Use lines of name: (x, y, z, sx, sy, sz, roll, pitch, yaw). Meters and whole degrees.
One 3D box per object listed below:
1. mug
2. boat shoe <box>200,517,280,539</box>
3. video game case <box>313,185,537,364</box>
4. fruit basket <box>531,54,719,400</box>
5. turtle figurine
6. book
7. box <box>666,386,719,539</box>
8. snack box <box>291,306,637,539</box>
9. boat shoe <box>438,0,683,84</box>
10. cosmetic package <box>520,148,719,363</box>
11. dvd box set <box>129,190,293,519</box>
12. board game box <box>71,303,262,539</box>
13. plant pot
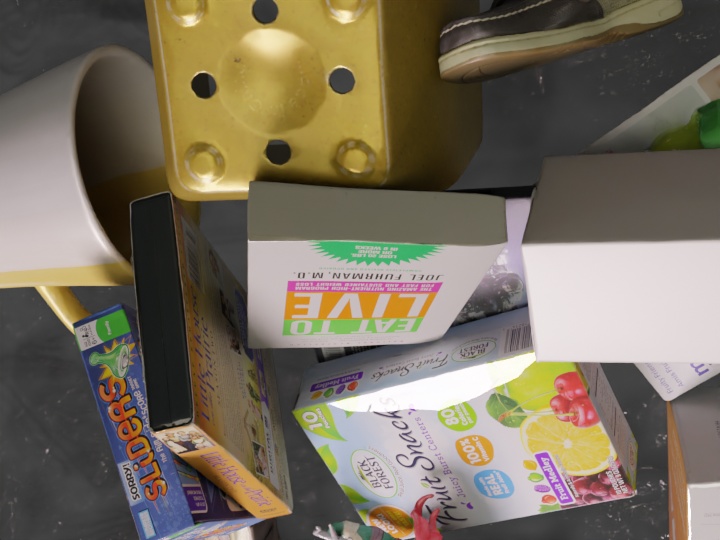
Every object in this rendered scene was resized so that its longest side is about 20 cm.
mug: (-0.202, -0.036, 0.767, 0.152, 0.149, 0.189, -10, 93, 20)
boat shoe: (-0.101, 0.228, 0.909, 0.072, 0.074, 0.202, 2, 104, 18)
video game case: (0.053, 0.012, 0.789, 0.198, 0.019, 0.144, -3, 124, 17)
fruit basket: (0.222, -0.023, 0.741, 0.199, 0.094, 0.186, -36, 104, 23)
turtle figurine: (0.044, 0.238, 0.812, 0.100, 0.151, 0.200, -23, 145, 6)
book: (0.000, 0.000, 0.682, 0.132, 0.200, 0.049, 2, 72, -5)
box: (0.266, 0.197, 0.808, 0.096, 0.125, 0.202, -3, 112, 10)
snack box: (0.073, 0.109, 0.808, 0.198, 0.053, 0.143, -16, 121, 24)
boat shoe: (0.110, -0.154, 0.665, 0.071, 0.200, 0.067, -10, 99, 50)
cosmetic package: (0.196, -0.011, 0.649, 0.198, 0.108, 0.086, -1, 123, 21)
dvd box set: (-0.090, 0.061, 0.737, 0.029, 0.148, 0.200, -14, 154, 7)
board game box: (-0.117, 0.104, 0.760, 0.034, 0.200, 0.137, -22, 77, 3)
plant pot: (-0.031, -0.132, 0.671, 0.192, 0.200, 0.198, 0, 112, 8)
